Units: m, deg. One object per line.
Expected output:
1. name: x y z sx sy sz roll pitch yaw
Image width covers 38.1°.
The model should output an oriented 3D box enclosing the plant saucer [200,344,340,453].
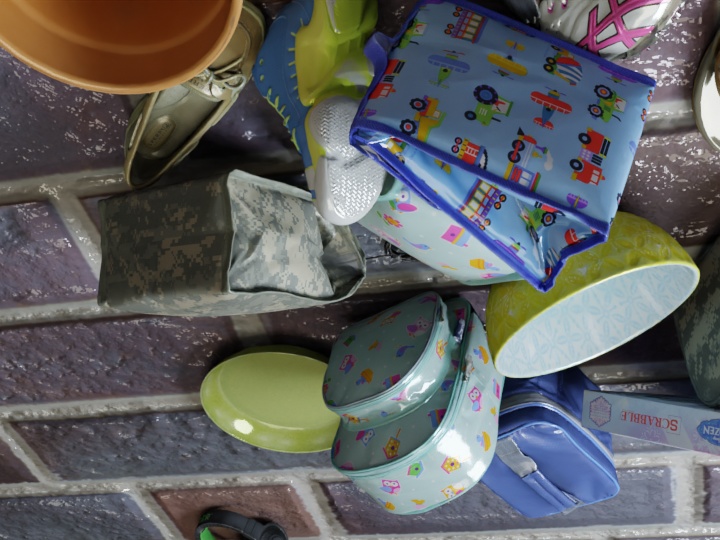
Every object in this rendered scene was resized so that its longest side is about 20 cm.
1. plant saucer: -0.087 0.145 1.211 0.196 0.031 0.202 4 139 4

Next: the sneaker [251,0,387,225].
1. sneaker: -0.033 -0.125 0.794 0.075 0.204 0.104 17 159 -41

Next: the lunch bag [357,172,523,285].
1. lunch bag: 0.063 -0.067 0.883 0.169 0.124 0.199 25 169 -21

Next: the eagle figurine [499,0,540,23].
1. eagle figurine: 0.098 -0.259 0.675 0.198 0.151 0.153 13 107 -48

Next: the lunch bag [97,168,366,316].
1. lunch bag: -0.110 -0.016 0.945 0.162 0.120 0.199 -6 170 35

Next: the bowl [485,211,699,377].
1. bowl: 0.191 0.002 0.940 0.197 0.109 0.201 -18 155 -9

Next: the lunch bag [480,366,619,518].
1. lunch bag: 0.196 0.189 1.147 0.135 0.134 0.200 -26 130 31

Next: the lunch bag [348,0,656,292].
1. lunch bag: 0.090 -0.109 0.736 0.198 0.152 0.094 31 146 -6

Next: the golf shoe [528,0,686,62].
1. golf shoe: 0.171 -0.192 0.768 0.091 0.073 0.200 23 136 -16

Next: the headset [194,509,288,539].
1. headset: -0.139 0.396 1.488 0.198 0.095 0.124 33 139 -6

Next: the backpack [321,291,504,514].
1. backpack: 0.052 0.134 1.052 0.174 0.202 0.153 -23 131 30

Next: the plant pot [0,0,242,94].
1. plant pot: -0.165 -0.242 0.702 0.196 0.142 0.202 4 138 3

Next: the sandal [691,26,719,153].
1. sandal: 0.307 -0.160 0.800 0.079 0.055 0.202 4 139 3

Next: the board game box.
1. board game box: 0.359 0.154 1.035 0.198 0.042 0.198 7 178 -36

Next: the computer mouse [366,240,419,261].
1. computer mouse: 0.000 0.000 1.035 0.197 0.034 0.059 -15 134 22

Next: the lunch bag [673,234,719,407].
1. lunch bag: 0.408 0.033 0.950 0.165 0.141 0.201 4 139 -13

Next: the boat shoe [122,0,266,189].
1. boat shoe: -0.143 -0.145 0.866 0.073 0.064 0.200 29 134 -24
